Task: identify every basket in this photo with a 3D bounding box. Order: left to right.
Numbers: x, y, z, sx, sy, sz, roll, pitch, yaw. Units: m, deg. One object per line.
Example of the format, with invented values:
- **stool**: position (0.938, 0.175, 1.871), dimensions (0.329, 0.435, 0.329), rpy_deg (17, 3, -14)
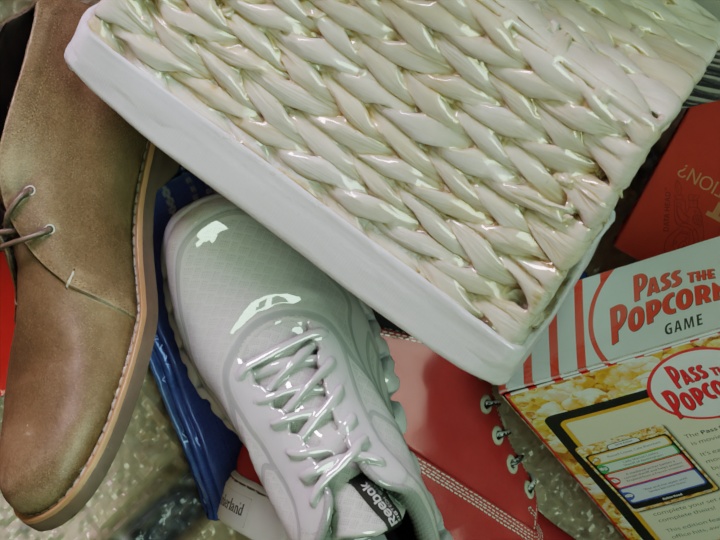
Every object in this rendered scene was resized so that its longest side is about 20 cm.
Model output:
- **basket**: position (0.020, -0.080, 0.877), dimensions (0.200, 0.136, 0.124), rpy_deg (38, 120, 1)

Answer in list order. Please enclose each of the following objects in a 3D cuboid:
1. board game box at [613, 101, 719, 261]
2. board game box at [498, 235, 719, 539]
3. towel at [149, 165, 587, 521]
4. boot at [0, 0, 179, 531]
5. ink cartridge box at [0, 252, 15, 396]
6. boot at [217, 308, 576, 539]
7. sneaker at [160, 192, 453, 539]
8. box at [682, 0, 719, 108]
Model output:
- **board game box**: position (0.217, -0.062, 0.998), dimensions (0.153, 0.040, 0.201), rpy_deg (28, 111, 5)
- **board game box**: position (0.165, 0.064, 0.976), dimensions (0.200, 0.151, 0.046), rpy_deg (50, 32, -43)
- **towel**: position (0.000, 0.000, 0.992), dimensions (0.199, 0.024, 0.145), rpy_deg (-26, 106, -21)
- **boot**: position (-0.116, -0.006, 0.885), dimensions (0.075, 0.073, 0.201), rpy_deg (26, 61, -38)
- **ink cartridge box**: position (-0.207, -0.011, 0.880), dimensions (0.162, 0.050, 0.200), rpy_deg (-37, 106, -17)
- **boot**: position (0.054, 0.066, 0.986), dimensions (0.199, 0.072, 0.145), rpy_deg (23, 89, -29)
- **sneaker**: position (-0.012, 0.062, 0.889), dimensions (0.075, 0.081, 0.201), rpy_deg (-27, 91, -3)
- **box**: position (0.132, -0.114, 0.934), dimensions (0.082, 0.199, 0.068), rpy_deg (52, 50, -24)
